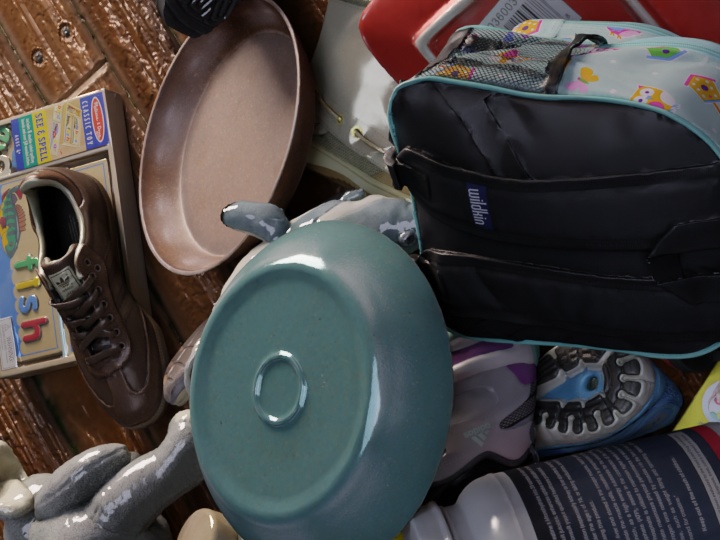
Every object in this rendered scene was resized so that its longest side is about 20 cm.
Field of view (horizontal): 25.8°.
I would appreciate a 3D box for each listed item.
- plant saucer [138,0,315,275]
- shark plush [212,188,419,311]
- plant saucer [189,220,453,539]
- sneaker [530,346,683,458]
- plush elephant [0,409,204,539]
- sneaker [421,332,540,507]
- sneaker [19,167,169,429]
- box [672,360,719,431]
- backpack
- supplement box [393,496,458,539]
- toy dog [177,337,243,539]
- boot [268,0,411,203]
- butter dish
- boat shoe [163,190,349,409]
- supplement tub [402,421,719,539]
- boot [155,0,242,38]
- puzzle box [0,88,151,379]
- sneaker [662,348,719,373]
[{"bbox_3d":[-0.090,-0.092,1.101,0.200,0.034,0.202,-22,62,48],"label":"plant saucer"},{"bbox_3d":[0.000,0.000,0.996,0.198,0.084,0.091,-11,124,5],"label":"shark plush"},{"bbox_3d":[-0.036,0.069,0.887,0.199,0.036,0.202,-9,77,41],"label":"plant saucer"},{"bbox_3d":[0.118,0.095,1.002,0.199,0.090,0.079,-12,65,44],"label":"sneaker"},{"bbox_3d":[-0.189,0.183,1.109,0.199,0.166,0.155,-28,30,-14],"label":"plush elephant"},{"bbox_3d":[0.012,0.101,0.943,0.198,0.078,0.141,-8,74,12],"label":"sneaker"},{"bbox_3d":[-0.200,0.021,1.129,0.070,0.075,0.201,-27,75,20],"label":"sneaker"},{"bbox_3d":[0.246,0.122,0.959,0.117,0.048,0.201,36,98,22],"label":"box"},{"bbox_3d":[0.134,-0.047,0.862,0.199,0.153,0.177,12,125,35],"label":"backpack"},{"bbox_3d":[0.024,0.248,1.015,0.109,0.109,0.201,30,97,23],"label":"supplement box"},{"bbox_3d":[-0.043,0.137,1.019,0.096,0.131,0.202,8,95,54],"label":"toy dog"},{"bbox_3d":[0.041,-0.120,1.057,0.199,0.072,0.156,25,100,29],"label":"boot"},{"bbox_3d":[0.138,-0.158,0.983,0.200,0.148,0.200,46,127,-9],"label":"butter dish"},{"bbox_3d":[-0.053,0.030,1.099,0.072,0.076,0.200,40,102,-12],"label":"boat shoe"},{"bbox_3d":[0.133,0.171,0.869,0.198,0.140,0.142,-12,79,-6],"label":"supplement tub"},{"bbox_3d":[-0.109,-0.278,1.127,0.164,0.066,0.200,-37,45,5],"label":"boot"},{"bbox_3d":[-0.230,-0.026,1.202,0.132,0.025,0.202,-14,80,23],"label":"puzzle box"},{"bbox_3d":[0.209,-0.038,0.972,0.098,0.071,0.202,16,77,49],"label":"sneaker"}]
